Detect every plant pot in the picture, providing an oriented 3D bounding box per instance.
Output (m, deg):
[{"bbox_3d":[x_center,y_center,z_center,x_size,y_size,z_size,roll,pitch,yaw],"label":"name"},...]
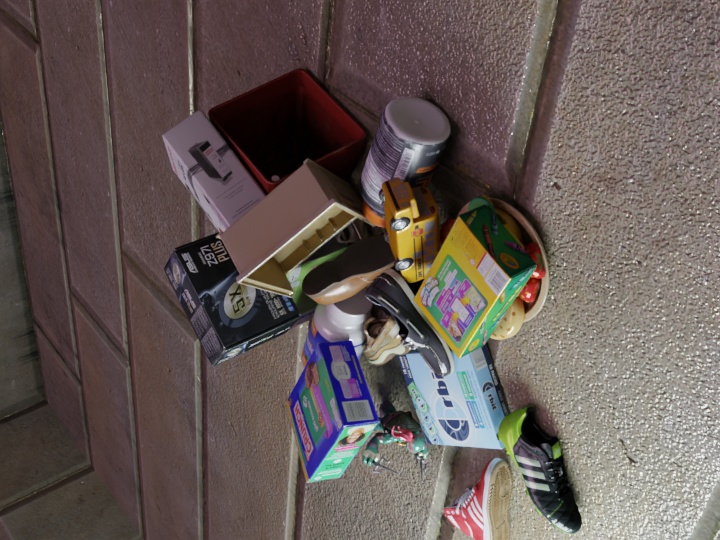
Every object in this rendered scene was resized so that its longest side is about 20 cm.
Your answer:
[{"bbox_3d":[-0.128,-0.193,1.566,0.200,0.198,0.177,48,153,26],"label":"plant pot"}]

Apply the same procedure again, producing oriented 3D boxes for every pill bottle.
[{"bbox_3d":[-0.040,0.114,1.675,0.112,0.111,0.201,49,143,26],"label":"pill bottle"},{"bbox_3d":[0.060,-0.158,1.383,0.107,0.105,0.201,50,143,24],"label":"pill bottle"}]

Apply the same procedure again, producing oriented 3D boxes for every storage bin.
[{"bbox_3d":[-0.096,-0.061,1.460,0.199,0.198,0.094,-39,68,13],"label":"storage bin"}]

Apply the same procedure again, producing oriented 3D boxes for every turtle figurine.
[{"bbox_3d":[0.066,0.298,1.610,0.200,0.148,0.102,33,106,58],"label":"turtle figurine"}]

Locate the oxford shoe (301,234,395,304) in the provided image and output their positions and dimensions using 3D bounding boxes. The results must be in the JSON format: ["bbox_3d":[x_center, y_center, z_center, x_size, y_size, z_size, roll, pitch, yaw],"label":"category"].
[{"bbox_3d":[0.000,0.000,1.543,0.071,0.198,0.072,45,-154,-48],"label":"oxford shoe"}]

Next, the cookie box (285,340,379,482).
[{"bbox_3d":[-0.055,0.253,1.608,0.201,0.074,0.173,-62,38,44],"label":"cookie box"}]

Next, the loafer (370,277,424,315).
[{"bbox_3d":[0.095,0.049,1.499,0.199,0.068,0.071,4,141,49],"label":"loafer"}]

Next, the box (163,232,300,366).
[{"bbox_3d":[-0.227,0.038,1.587,0.202,0.162,0.086,61,146,10],"label":"box"}]

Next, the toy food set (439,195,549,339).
[{"bbox_3d":[0.195,-0.011,1.327,0.199,0.048,0.201,56,145,18],"label":"toy food set"}]

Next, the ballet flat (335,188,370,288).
[{"bbox_3d":[-0.011,-0.044,1.588,0.067,0.062,0.203,-12,98,56],"label":"ballet flat"}]

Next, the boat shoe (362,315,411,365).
[{"bbox_3d":[0.038,0.110,1.569,0.076,0.072,0.200,35,155,-8],"label":"boat shoe"}]

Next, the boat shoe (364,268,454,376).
[{"bbox_3d":[0.076,0.095,1.433,0.201,0.063,0.072,57,156,-10],"label":"boat shoe"}]

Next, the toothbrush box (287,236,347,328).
[{"bbox_3d":[-0.122,0.016,1.704,0.086,0.144,0.201,48,142,26],"label":"toothbrush box"}]

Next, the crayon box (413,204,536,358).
[{"bbox_3d":[0.160,0.019,1.298,0.119,0.058,0.201,52,144,23],"label":"crayon box"}]

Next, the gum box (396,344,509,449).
[{"bbox_3d":[0.157,0.208,1.509,0.199,0.044,0.172,-11,100,57],"label":"gum box"}]

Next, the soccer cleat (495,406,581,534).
[{"bbox_3d":[0.283,0.304,1.373,0.081,0.067,0.201,-44,71,41],"label":"soccer cleat"}]

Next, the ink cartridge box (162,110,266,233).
[{"bbox_3d":[-0.239,-0.145,1.514,0.201,0.082,0.147,52,166,12],"label":"ink cartridge box"}]

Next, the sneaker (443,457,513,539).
[{"bbox_3d":[0.198,0.384,1.530,0.112,0.071,0.202,26,131,41],"label":"sneaker"}]

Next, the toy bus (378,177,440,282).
[{"bbox_3d":[0.078,-0.062,1.370,0.201,0.077,0.066,80,171,-57],"label":"toy bus"}]
